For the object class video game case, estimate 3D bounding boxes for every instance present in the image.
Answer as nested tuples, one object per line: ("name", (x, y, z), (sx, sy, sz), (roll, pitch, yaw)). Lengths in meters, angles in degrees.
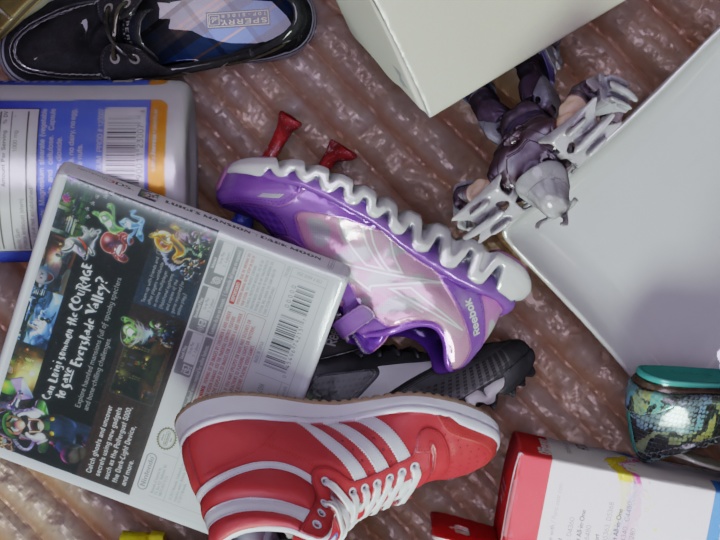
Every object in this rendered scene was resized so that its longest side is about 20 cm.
("video game case", (-0.121, 0.052, 1.703), (0.181, 0.023, 0.200), (20, 117, 0))

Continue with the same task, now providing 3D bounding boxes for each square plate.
("square plate", (0.213, -0.029, 1.739), (0.200, 0.028, 0.198), (-42, 116, 2))

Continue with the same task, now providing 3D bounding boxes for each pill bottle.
("pill bottle", (-0.201, -0.060, 1.735), (0.199, 0.112, 0.112), (0, 92, 2))

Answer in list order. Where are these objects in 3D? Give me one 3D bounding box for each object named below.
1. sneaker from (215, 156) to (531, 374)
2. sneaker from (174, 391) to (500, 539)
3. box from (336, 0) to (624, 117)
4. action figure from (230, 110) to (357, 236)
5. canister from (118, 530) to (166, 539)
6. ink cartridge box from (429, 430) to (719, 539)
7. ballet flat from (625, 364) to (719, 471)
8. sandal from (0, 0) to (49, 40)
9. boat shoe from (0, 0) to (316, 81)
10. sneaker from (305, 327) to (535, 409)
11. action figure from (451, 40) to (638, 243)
("sneaker", (0.000, 0.000, 1.705), (0.200, 0.080, 0.089), (26, 82, -9))
("sneaker", (-0.005, 0.131, 1.658), (0.200, 0.071, 0.113), (1, 51, -20))
("box", (0.082, -0.205, 1.691), (0.200, 0.128, 0.109), (-31, 125, -6))
("action figure", (-0.076, 0.001, 1.764), (0.065, 0.052, 0.200), (28, 94, -19))
("canister", (-0.057, 0.244, 1.755), (0.199, 0.087, 0.149), (6, 92, -1))
("ink cartridge box", (0.146, 0.146, 1.732), (0.199, 0.116, 0.067), (11, 93, 0))
("ballet flat", (0.254, 0.091, 1.745), (0.199, 0.074, 0.074), (1, 92, -13))
("sandal", (-0.218, -0.189, 1.744), (0.200, 0.054, 0.080), (-32, 91, 27))
("boat shoe", (-0.127, -0.146, 1.752), (0.199, 0.066, 0.070), (-3, 91, 2))
("sneaker", (0.007, 0.069, 1.757), (0.200, 0.066, 0.091), (-21, 94, 4))
("action figure", (0.099, -0.088, 1.689), (0.130, 0.200, 0.069), (-31, 127, 12))
